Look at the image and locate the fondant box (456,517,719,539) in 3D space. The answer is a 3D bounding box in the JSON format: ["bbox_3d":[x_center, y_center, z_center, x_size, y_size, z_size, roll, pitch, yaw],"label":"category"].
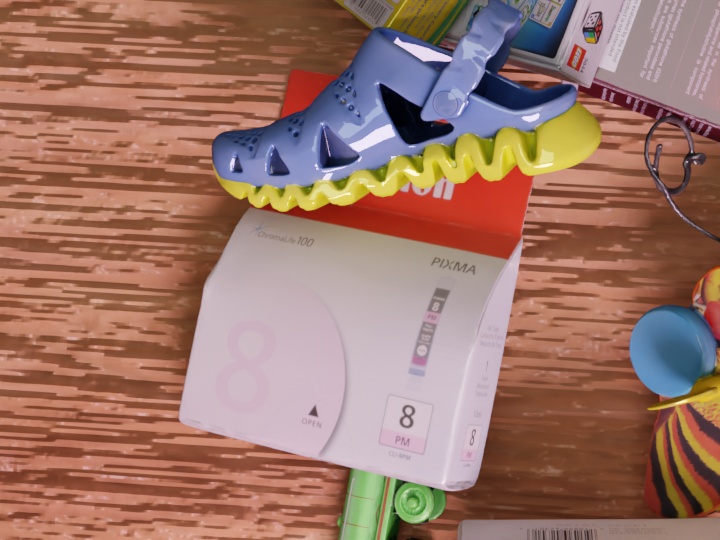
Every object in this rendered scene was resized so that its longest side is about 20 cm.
[{"bbox_3d":[0.123,0.231,1.082,0.143,0.058,0.201,-1,103,5],"label":"fondant box"}]

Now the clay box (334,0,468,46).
[{"bbox_3d":[0.046,-0.222,1.093,0.115,0.048,0.200,42,101,38],"label":"clay box"}]

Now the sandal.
[{"bbox_3d":[0.018,-0.083,1.056,0.199,0.080,0.088,-11,104,14],"label":"sandal"}]

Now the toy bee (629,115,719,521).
[{"bbox_3d":[0.191,0.037,1.062,0.108,0.131,0.201,10,127,43],"label":"toy bee"}]

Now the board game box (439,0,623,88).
[{"bbox_3d":[0.100,-0.206,1.100,0.126,0.035,0.201,22,90,41],"label":"board game box"}]

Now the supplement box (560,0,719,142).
[{"bbox_3d":[0.216,-0.117,1.106,0.199,0.061,0.109,21,89,6],"label":"supplement box"}]

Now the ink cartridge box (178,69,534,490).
[{"bbox_3d":[0.000,0.000,1.102,0.162,0.057,0.201,11,93,26],"label":"ink cartridge box"}]

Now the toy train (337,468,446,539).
[{"bbox_3d":[0.020,0.102,1.126,0.056,0.042,0.201,11,89,15],"label":"toy train"}]
